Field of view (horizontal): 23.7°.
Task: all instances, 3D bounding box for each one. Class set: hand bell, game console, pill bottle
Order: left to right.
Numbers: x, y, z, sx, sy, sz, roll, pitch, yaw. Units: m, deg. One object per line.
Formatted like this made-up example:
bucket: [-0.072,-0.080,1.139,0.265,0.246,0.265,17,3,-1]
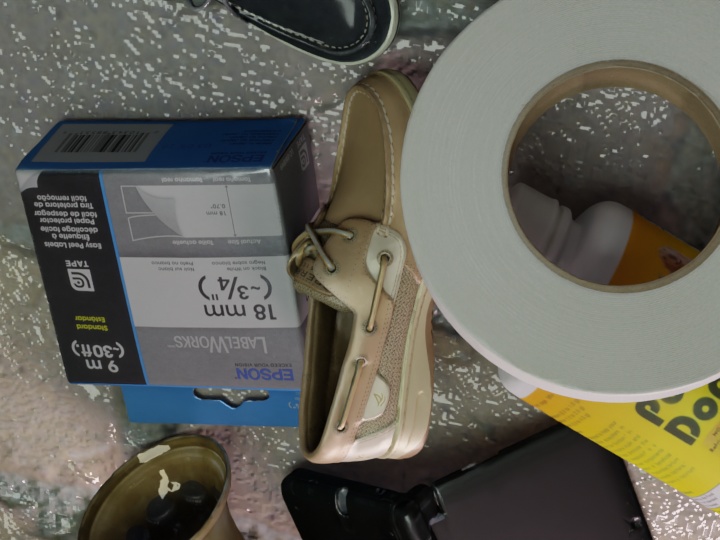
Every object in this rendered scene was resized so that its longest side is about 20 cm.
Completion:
hand bell: [-0.074,0.202,1.044,0.104,0.104,0.200,-17,127,24]
game console: [0.075,0.182,1.016,0.176,0.116,0.200,6,127,48]
pill bottle: [0.145,0.039,0.855,0.200,0.109,0.109,30,123,-4]

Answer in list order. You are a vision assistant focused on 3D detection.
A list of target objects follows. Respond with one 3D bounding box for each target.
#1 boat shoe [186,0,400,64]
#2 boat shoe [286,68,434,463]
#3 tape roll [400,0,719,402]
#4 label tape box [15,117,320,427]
boat shoe: [-0.068,-0.162,0.821,0.200,0.062,0.075,38,121,-10]
boat shoe: [0.000,0.000,0.860,0.064,0.071,0.201,-4,99,-26]
tape roll: [0.118,-0.040,0.787,0.202,0.037,0.204,-1,80,5]
label tape box: [-0.090,0.020,0.936,0.144,0.063,0.201,0,120,16]
